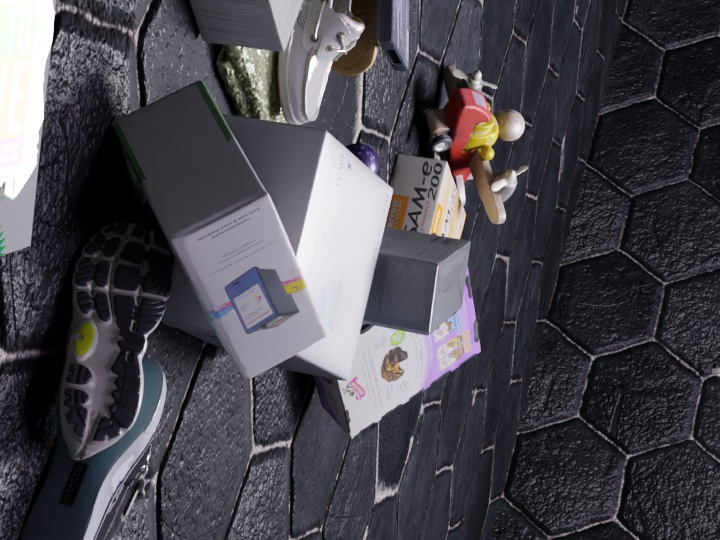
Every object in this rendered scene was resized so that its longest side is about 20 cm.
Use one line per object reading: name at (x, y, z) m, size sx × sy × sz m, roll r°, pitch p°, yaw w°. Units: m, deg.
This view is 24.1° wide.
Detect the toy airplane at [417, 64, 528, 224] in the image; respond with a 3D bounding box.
toy airplane at (0.164, -0.181, 2.369) m, size 0.199 × 0.140 × 0.201 m, roll -107°, pitch 179°, yaw -72°

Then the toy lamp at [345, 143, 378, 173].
toy lamp at (-0.028, -0.113, 1.870) m, size 0.200 × 0.058 × 0.059 m, roll -13°, pitch 112°, yaw -75°

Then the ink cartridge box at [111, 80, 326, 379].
ink cartridge box at (-0.112, -0.030, 1.368) m, size 0.146 × 0.087 × 0.200 m, roll 59°, pitch -8°, yaw 38°

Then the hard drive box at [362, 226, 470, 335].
hard drive box at (0.000, 0.000, 1.764) m, size 0.156 × 0.199 × 0.077 m, roll -28°, pitch 127°, yaw -71°

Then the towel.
towel at (-0.086, -0.208, 1.623) m, size 0.200 × 0.036 × 0.149 m, roll 73°, pitch 31°, yaw -61°

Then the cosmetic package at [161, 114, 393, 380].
cosmetic package at (-0.072, -0.017, 1.587) m, size 0.200 × 0.122 × 0.201 m, roll 34°, pitch 67°, yaw -68°

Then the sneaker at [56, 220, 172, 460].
sneaker at (-0.202, 0.052, 1.319) m, size 0.080 × 0.077 × 0.201 m, roll 134°, pitch -28°, yaw -58°

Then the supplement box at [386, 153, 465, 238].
supplement box at (0.087, -0.060, 2.310) m, size 0.200 × 0.073 × 0.127 m, roll 59°, pitch 42°, yaw -68°

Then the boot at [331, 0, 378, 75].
boot at (-0.006, -0.303, 1.746) m, size 0.155 × 0.072 × 0.201 m, roll -26°, pitch 104°, yaw -75°

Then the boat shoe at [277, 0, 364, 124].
boat shoe at (-0.032, -0.233, 1.601) m, size 0.071 × 0.069 × 0.201 m, roll -29°, pitch 129°, yaw -71°

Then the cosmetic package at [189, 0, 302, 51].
cosmetic package at (-0.102, -0.288, 1.414) m, size 0.200 × 0.090 × 0.107 m, roll 73°, pitch 30°, yaw -55°

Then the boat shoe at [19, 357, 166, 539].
boat shoe at (-0.203, 0.166, 1.341) m, size 0.068 × 0.073 × 0.200 m, roll 68°, pitch 35°, yaw -56°

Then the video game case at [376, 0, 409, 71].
video game case at (0.035, -0.289, 1.725) m, size 0.200 × 0.019 × 0.144 m, roll 12°, pitch 79°, yaw -83°

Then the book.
book at (-0.250, -0.102, 1.060) m, size 0.134 × 0.048 × 0.201 m, roll -32°, pitch 132°, yaw -66°

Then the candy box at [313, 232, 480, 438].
candy box at (0.037, 0.077, 1.988) m, size 0.199 × 0.072 × 0.168 m, roll -32°, pitch 140°, yaw -18°
